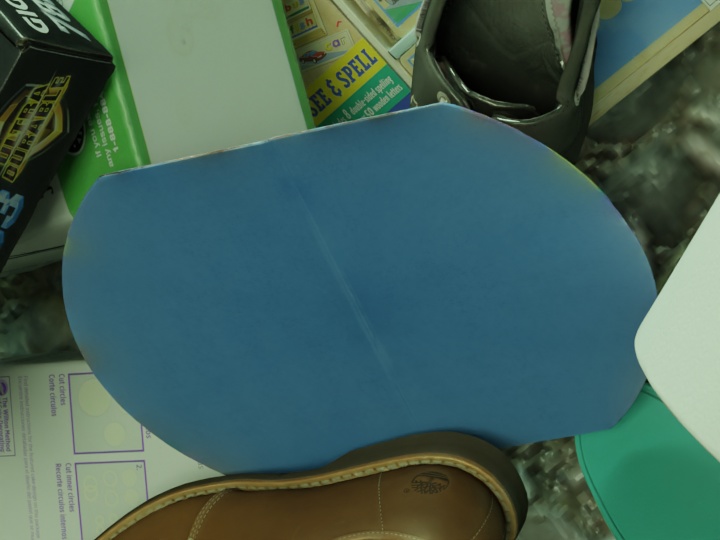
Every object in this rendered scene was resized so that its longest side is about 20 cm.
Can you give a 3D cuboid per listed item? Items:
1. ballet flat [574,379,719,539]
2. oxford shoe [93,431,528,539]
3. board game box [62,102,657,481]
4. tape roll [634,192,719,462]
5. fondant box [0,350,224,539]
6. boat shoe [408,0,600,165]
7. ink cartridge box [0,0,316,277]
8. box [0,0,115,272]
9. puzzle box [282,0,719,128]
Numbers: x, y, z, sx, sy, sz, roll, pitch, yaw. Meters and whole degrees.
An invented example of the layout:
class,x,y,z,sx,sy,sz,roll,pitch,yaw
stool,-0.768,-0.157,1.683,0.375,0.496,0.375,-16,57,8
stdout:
class,x,y,z,sx,sy,sz,roll,pitch,yaw
ballet flat,0.152,0.106,0.904,0.200,0.070,0.067,46,118,37
oxford shoe,-0.041,0.113,0.930,0.200,0.071,0.071,-23,108,27
board game box,0.000,0.000,0.900,0.200,0.039,0.158,-12,132,18
tape roll,0.204,0.014,0.808,0.203,0.203,0.139,35,107,18
fondant box,-0.056,0.100,1.013,0.200,0.058,0.144,-4,92,26
boat shoe,0.049,-0.088,0.882,0.067,0.057,0.200,22,123,14
ink cartridge box,-0.120,-0.080,0.974,0.200,0.083,0.147,-20,85,50
box,-0.198,-0.048,0.935,0.199,0.050,0.200,44,113,32
puzzle box,0.047,-0.109,0.923,0.133,0.025,0.200,48,126,-3
